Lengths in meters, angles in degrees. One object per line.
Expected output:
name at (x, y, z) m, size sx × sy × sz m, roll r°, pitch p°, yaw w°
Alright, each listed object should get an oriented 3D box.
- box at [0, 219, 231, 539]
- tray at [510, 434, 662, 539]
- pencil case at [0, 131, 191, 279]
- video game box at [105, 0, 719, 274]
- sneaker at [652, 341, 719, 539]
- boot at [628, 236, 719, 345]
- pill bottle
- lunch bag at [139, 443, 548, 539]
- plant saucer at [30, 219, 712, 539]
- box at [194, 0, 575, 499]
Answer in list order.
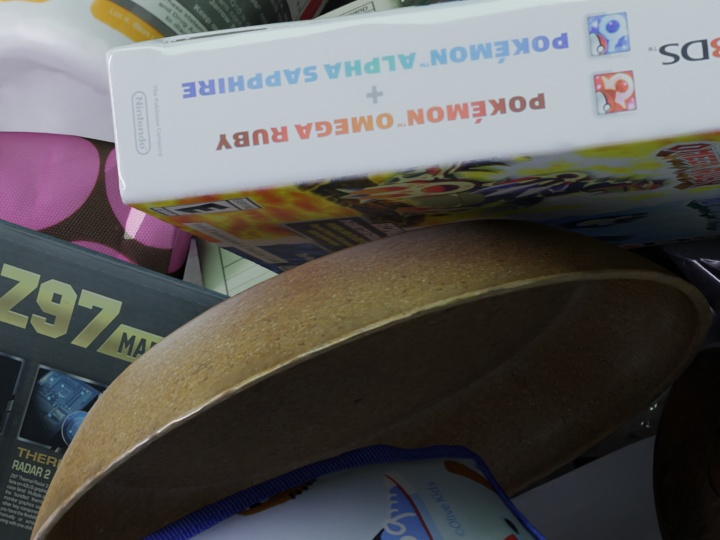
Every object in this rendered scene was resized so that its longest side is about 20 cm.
box at (-0.142, 0.055, 0.817) m, size 0.051 × 0.200 × 0.158 m, roll 7°, pitch 80°, yaw 62°
tray at (0.021, 0.125, 0.831) m, size 0.200 × 0.022 × 0.107 m, roll -26°, pitch 34°, yaw 6°
pencil case at (-0.156, -0.010, 0.930) m, size 0.199 × 0.091 × 0.094 m, roll 9°, pitch 3°, yaw -10°
video game box at (0.047, -0.035, 0.764) m, size 0.182 × 0.200 × 0.047 m, roll -9°, pitch 82°, yaw 11°
sneaker at (0.148, 0.083, 0.757) m, size 0.073 × 0.084 × 0.200 m, roll -67°, pitch 30°, yaw 14°
boot at (0.162, -0.055, 0.910) m, size 0.200 × 0.066 × 0.165 m, roll -42°, pitch 43°, yaw -11°
pill bottle at (-0.072, -0.116, 1.114) m, size 0.116 × 0.117 × 0.200 m, roll -1°, pitch 43°, yaw 35°
lunch bag at (-0.013, 0.150, 0.715) m, size 0.200 × 0.124 × 0.170 m, roll -31°, pitch 47°, yaw -8°
plant saucer at (-0.002, 0.036, 0.777) m, size 0.200 × 0.200 × 0.036 m, roll -25°, pitch 70°, yaw 7°
box at (0.000, 0.000, 0.950) m, size 0.095 × 0.078 × 0.200 m, roll -23°, pitch 36°, yaw 8°
